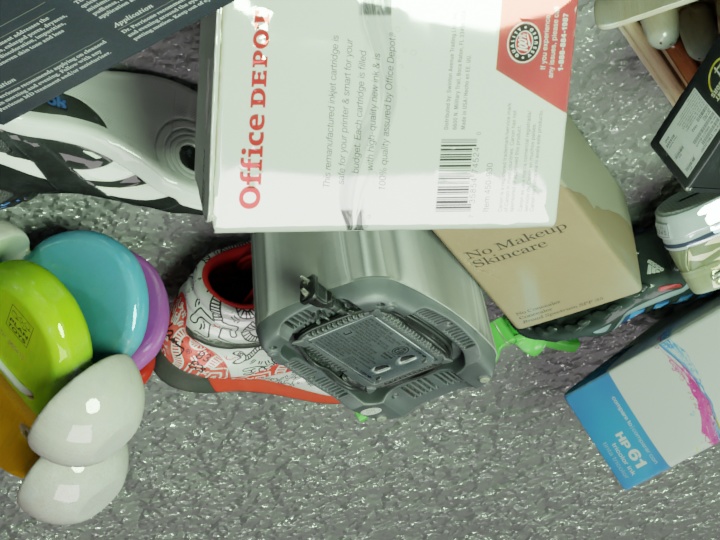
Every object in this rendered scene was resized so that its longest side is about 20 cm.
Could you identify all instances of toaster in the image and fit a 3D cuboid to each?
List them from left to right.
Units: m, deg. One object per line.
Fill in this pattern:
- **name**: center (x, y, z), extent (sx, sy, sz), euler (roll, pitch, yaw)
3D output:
- **toaster**: center (0.000, 0.000, 1.686), extent (0.113, 0.130, 0.200), euler (-23, 148, 24)

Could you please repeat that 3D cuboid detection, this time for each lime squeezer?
- **lime squeezer**: center (0.085, 0.055, 1.863), extent (0.199, 0.038, 0.071), euler (-17, 171, -34)

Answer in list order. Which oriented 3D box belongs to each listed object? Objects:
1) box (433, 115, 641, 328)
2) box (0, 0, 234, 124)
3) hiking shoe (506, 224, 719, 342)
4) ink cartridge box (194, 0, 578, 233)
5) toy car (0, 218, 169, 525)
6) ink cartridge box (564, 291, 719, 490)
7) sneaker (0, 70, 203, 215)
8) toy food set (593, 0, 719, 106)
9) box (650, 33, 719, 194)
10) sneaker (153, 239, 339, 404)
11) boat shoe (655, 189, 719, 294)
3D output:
- **box**: center (0.099, -0.047, 1.679), extent (0.094, 0.078, 0.200), euler (-18, 149, 18)
- **box**: center (-0.168, -0.187, 1.341), extent (0.199, 0.105, 0.182), euler (-24, 148, 27)
- **hiking shoe**: center (0.191, 0.006, 1.802), extent (0.199, 0.075, 0.086), euler (-20, 156, 30)
- **ink cartridge box**: center (0.010, -0.103, 1.491), extent (0.198, 0.083, 0.148), euler (-1, 114, -12)
- **toy car**: center (-0.190, 0.048, 1.727), extent (0.150, 0.175, 0.200), euler (-34, 162, -27)
- **ink cartridge box**: center (0.258, 0.053, 1.820), extent (0.200, 0.085, 0.144), euler (-35, 178, 42)
- **sneaker**: center (-0.165, -0.068, 1.597), extent (0.199, 0.074, 0.112), euler (21, 144, -28)
- **toy food set**: center (0.238, -0.124, 1.595), extent (0.143, 0.061, 0.200), euler (-18, 150, 18)
- **box**: center (0.275, -0.129, 1.518), extent (0.160, 0.049, 0.201), euler (1, 131, -40)
- **sneaker**: center (-0.034, 0.032, 1.798), extent (0.200, 0.068, 0.108), euler (1, 143, -25)
- **boat shoe**: center (0.284, -0.048, 1.699), extent (0.199, 0.072, 0.062), euler (-22, 107, 6)
